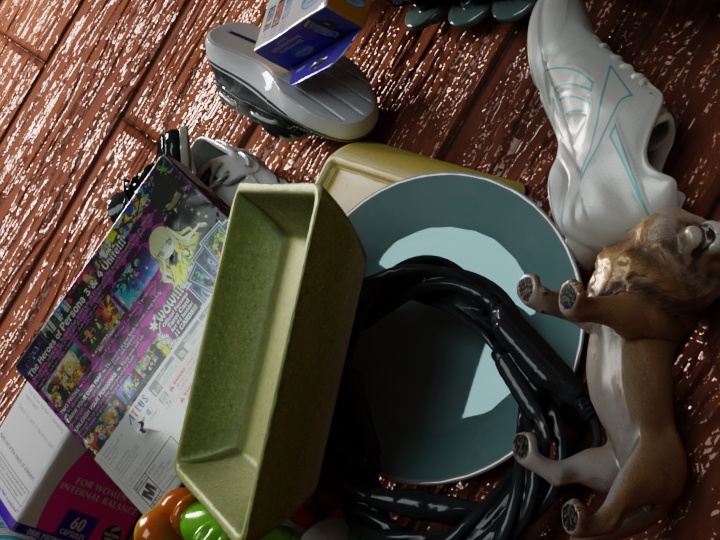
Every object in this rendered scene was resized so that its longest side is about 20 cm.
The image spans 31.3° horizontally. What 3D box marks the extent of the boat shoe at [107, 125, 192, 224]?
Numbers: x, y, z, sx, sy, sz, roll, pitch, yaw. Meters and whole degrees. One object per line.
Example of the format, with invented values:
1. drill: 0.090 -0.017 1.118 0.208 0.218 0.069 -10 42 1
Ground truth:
1. boat shoe: -0.174 -0.043 1.047 0.200 0.065 0.075 111 159 -57

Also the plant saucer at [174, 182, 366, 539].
1. plant saucer: -0.053 0.050 0.788 0.199 0.047 0.203 -168 91 -71

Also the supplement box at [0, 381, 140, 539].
1. supplement box: -0.208 0.115 1.036 0.103 0.101 0.202 29 90 52

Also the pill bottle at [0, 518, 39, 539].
1. pill bottle: -0.283 0.283 1.004 0.111 0.110 0.200 -54 38 7

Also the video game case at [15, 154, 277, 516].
1. video game case: -0.138 0.048 0.925 0.181 0.036 0.201 40 97 28

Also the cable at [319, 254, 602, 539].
1. cable: 0.040 0.083 0.769 0.163 0.051 0.200 -48 58 9

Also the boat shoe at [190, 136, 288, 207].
1. boat shoe: -0.103 -0.057 1.020 0.074 0.066 0.200 -60 22 6

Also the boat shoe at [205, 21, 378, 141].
1. boat shoe: -0.053 -0.143 1.057 0.072 0.072 0.199 -29 44 -26

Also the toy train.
1. toy train: 0.086 -0.245 0.961 0.199 0.085 0.115 9 60 53

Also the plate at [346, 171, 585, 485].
1. plate: 0.049 0.036 0.819 0.197 0.026 0.203 -7 72 22

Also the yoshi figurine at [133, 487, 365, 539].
1. yoshi figurine: -0.055 0.203 0.809 0.198 0.112 0.114 0 86 35

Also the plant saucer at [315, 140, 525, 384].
1. plant saucer: 0.000 0.000 0.921 0.199 0.048 0.202 22 84 53

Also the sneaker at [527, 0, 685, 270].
1. sneaker: 0.156 -0.099 0.803 0.079 0.070 0.203 -22 57 26

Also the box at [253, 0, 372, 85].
1. box: -0.022 -0.243 0.984 0.119 0.041 0.203 -16 53 58

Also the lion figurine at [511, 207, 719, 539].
1. lion figurine: 0.146 0.063 0.690 0.072 0.121 0.203 -1 81 59
